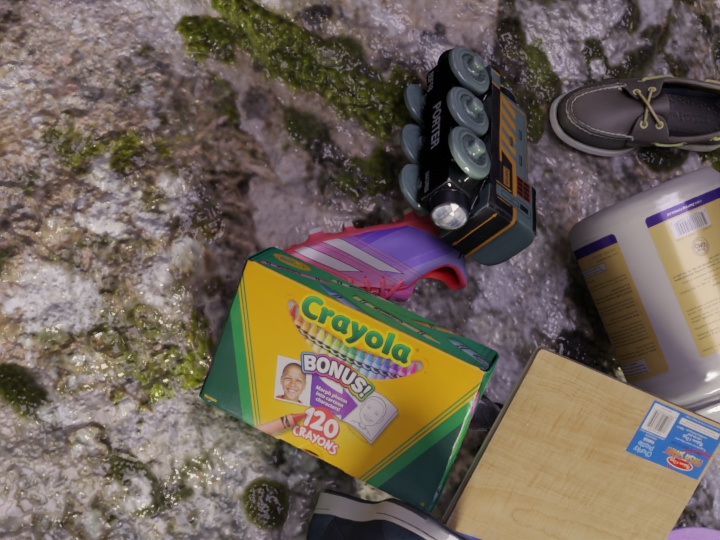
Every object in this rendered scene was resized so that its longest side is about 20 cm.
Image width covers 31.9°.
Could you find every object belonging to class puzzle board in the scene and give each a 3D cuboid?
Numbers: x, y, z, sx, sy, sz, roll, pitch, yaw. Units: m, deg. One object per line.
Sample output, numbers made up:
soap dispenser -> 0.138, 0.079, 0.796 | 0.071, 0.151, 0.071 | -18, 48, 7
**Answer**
puzzle board -> 0.173, 0.153, 0.958 | 0.198, 0.017, 0.152 | 22, 101, -27

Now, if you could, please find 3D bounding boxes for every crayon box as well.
crayon box -> -0.009, 0.079, 0.948 | 0.198, 0.058, 0.120 | 24, 106, 11

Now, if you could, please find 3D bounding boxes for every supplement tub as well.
supplement tub -> 0.279, 0.029, 1.087 | 0.144, 0.145, 0.203 | -20, 86, -23

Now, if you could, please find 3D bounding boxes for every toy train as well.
toy train -> 0.094, -0.099, 1.058 | 0.113, 0.085, 0.202 | 35, 39, -27

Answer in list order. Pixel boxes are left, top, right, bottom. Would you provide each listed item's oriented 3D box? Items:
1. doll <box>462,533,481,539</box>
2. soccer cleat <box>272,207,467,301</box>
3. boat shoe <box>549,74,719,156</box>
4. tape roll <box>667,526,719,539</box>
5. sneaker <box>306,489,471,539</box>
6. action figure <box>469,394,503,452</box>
doll -> 0.131, 0.217, 1.008 | 0.197, 0.138, 0.049 | -18, 41, -11
soccer cleat -> 0.000, 0.000, 1.033 | 0.197, 0.067, 0.078 | -16, 82, -26
boat shoe -> 0.272, -0.148, 1.170 | 0.198, 0.060, 0.073 | -1, 78, -21
tape roll -> 0.271, 0.320, 1.063 | 0.197, 0.066, 0.204 | 5, 76, -19
sneaker -> 0.004, 0.241, 0.908 | 0.076, 0.202, 0.148 | 32, 70, -20
action figure -> 0.103, 0.120, 1.015 | 0.197, 0.130, 0.070 | 22, 75, 1
